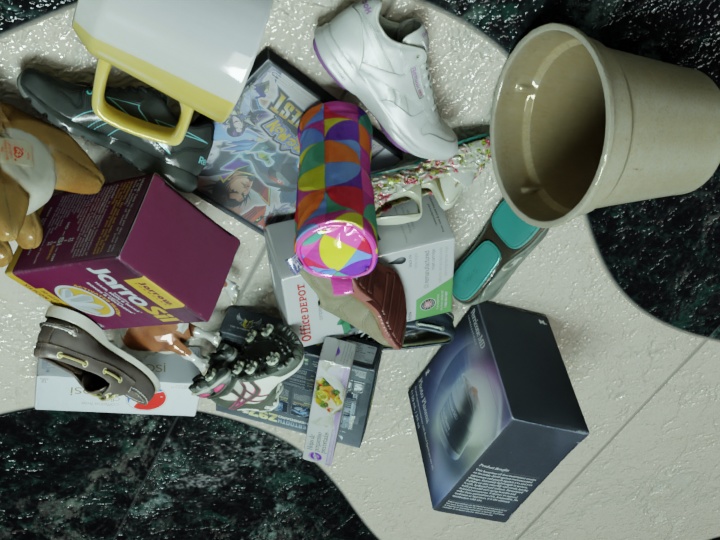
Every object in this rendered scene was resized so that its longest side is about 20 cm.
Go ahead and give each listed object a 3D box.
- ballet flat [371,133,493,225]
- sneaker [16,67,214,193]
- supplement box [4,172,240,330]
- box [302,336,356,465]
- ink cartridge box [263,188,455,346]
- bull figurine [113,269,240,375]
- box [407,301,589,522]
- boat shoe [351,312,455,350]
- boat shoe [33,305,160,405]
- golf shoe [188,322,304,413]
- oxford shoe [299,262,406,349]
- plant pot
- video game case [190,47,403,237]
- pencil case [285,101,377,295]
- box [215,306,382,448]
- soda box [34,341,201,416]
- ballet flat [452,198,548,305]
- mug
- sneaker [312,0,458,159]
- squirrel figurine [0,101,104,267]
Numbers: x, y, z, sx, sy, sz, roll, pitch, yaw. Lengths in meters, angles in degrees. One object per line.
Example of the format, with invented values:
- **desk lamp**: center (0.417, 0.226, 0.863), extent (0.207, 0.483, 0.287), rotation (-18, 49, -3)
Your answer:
- **ballet flat**: center (0.065, -0.088, 1.130), extent (0.199, 0.064, 0.076), rotation (-20, 167, -9)
- **sneaker**: center (-0.238, -0.154, 1.031), extent (0.200, 0.075, 0.079), rotation (28, 96, -21)
- **supplement box**: center (-0.247, -0.013, 1.081), extent (0.200, 0.103, 0.131), rotation (-7, 144, 40)
- **box**: center (-0.039, 0.161, 1.259), extent (0.039, 0.042, 0.200), rotation (14, 136, 3)
- **ink cartridge box**: center (0.000, 0.000, 1.193), extent (0.199, 0.085, 0.146), rotation (-14, 143, -7)
- **bull figurine**: center (-0.216, 0.050, 1.218), extent (0.121, 0.065, 0.200), rotation (24, 124, -4)
- **box**: center (0.169, 0.181, 1.350), extent (0.123, 0.200, 0.199), rotation (15, 129, -24)
- **boat shoe**: center (0.020, 0.078, 1.312), extent (0.199, 0.062, 0.075), rotation (-5, 143, -5)
- **boat shoe**: center (-0.295, 0.110, 1.173), extent (0.072, 0.060, 0.200), rotation (8, 154, 26)
- **golf shoe**: center (-0.115, 0.119, 1.222), extent (0.088, 0.077, 0.200), rotation (39, 146, -24)
- **oxford shoe**: center (-0.004, 0.026, 1.117), extent (0.075, 0.071, 0.200), rotation (-3, 148, 22)
- **plant pot**: center (0.263, -0.144, 1.071), extent (0.183, 0.201, 0.201), rotation (-1, 136, -26)
- **video game case**: center (-0.085, -0.120, 1.121), extent (0.181, 0.026, 0.200), rotation (-39, 129, 25)
- **pencil case**: center (-0.025, -0.077, 1.017), extent (0.088, 0.200, 0.089), rotation (0, 137, 0)
- **box**: center (-0.081, 0.136, 1.314), extent (0.199, 0.051, 0.158), rotation (14, 133, 5)
- **soda box**: center (-0.300, 0.134, 1.301), extent (0.199, 0.064, 0.068), rotation (5, 134, -16)
- **ballet flat**: center (0.178, -0.035, 1.245), extent (0.064, 0.067, 0.200), rotation (-7, 144, -46)
- **mug**: center (-0.174, -0.210, 0.923), extent (0.153, 0.149, 0.187), rotation (18, 93, -17)
- **sneaker**: center (0.046, -0.187, 1.039), extent (0.100, 0.075, 0.200), rotation (-36, 125, 20)
- **squirrel figurine**: center (-0.395, -0.092, 1.026), extent (0.186, 0.142, 0.200), rotation (-25, 109, 38)
